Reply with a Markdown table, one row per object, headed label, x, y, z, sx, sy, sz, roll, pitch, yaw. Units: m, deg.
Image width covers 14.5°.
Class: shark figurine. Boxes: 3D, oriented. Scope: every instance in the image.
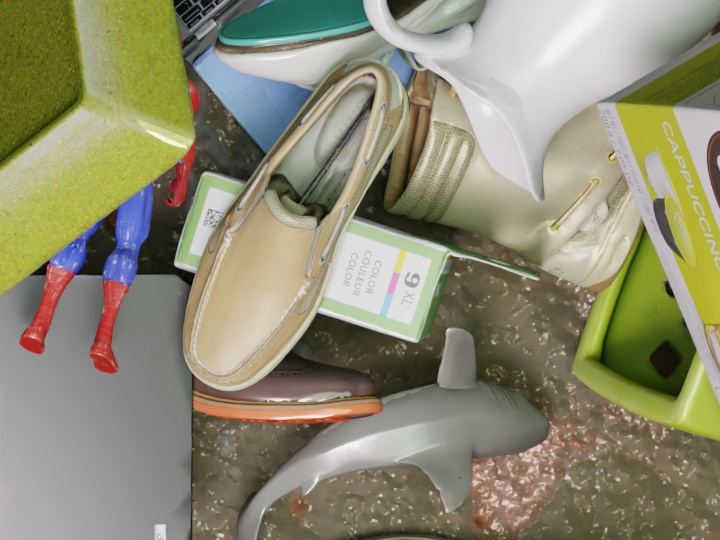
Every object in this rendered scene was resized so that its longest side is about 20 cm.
| label | x | y | z | sx | sy | sz | roll | pitch | yaw |
| --- | --- | --- | --- | --- | --- | --- | --- | --- | --- |
| shark figurine | 0.018 | 0.116 | 1.632 | 0.213 | 0.128 | 0.090 | -21 | 55 | -9 |

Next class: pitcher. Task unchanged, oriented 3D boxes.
| label | x | y | z | sx | sy | sz | roll | pitch | yaw |
| --- | --- | --- | --- | --- | --- | --- | --- | --- | --- |
| pitcher | 0.111 | -0.164 | 1.550 | 0.200 | 0.121 | 0.172 | -46 | 121 | -1 |

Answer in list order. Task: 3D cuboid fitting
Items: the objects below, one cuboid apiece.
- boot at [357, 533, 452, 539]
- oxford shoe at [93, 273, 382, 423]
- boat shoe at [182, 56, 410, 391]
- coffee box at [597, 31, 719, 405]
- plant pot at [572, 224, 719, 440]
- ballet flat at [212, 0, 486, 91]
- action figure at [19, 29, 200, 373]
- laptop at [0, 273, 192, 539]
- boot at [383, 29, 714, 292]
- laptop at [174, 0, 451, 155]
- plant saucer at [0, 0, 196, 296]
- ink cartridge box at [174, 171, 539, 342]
| label | x | y | z | sx | sy | sz | roll | pitch | yaw |
| --- | --- | --- | --- | --- | --- | --- | --- | --- | --- |
| boot | 0.071 | 0.207 | 1.640 | 0.202 | 0.154 | 0.074 | 9 | 94 | -8 |
| oxford shoe | -0.079 | 0.045 | 1.617 | 0.199 | 0.071 | 0.073 | 10 | 91 | 20 |
| boat shoe | -0.041 | -0.027 | 1.530 | 0.071 | 0.076 | 0.201 | 26 | 91 | 3 |
| coffee box | 0.274 | -0.038 | 1.421 | 0.199 | 0.198 | 0.200 | -29 | 104 | -15 |
| plant pot | 0.259 | 0.011 | 1.629 | 0.181 | 0.200 | 0.200 | 19 | 92 | -16 |
| ballet flat | 0.014 | -0.136 | 1.601 | 0.199 | 0.069 | 0.070 | -24 | 98 | -18 |
| action figure | -0.133 | -0.038 | 1.569 | 0.065 | 0.099 | 0.201 | 16 | 74 | 2 |
| laptop | -0.199 | 0.085 | 1.620 | 0.103 | 0.199 | 0.178 | -4 | 97 | -44 |
| boot | 0.110 | -0.103 | 1.652 | 0.155 | 0.073 | 0.201 | 20 | 99 | -16 |
| laptop | -0.014 | -0.165 | 1.618 | 0.187 | 0.200 | 0.116 | -41 | 65 | -2 |
| plant saucer | -0.183 | -0.107 | 1.530 | 0.048 | 0.201 | 0.200 | 19 | 138 | -41 |
| ink cartridge box | 0.000 | 0.000 | 1.618 | 0.199 | 0.104 | 0.060 | 17 | 91 | 4 |
